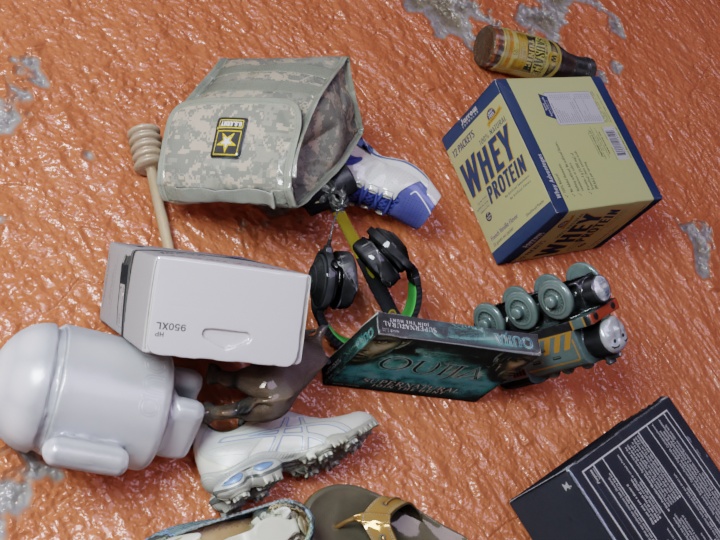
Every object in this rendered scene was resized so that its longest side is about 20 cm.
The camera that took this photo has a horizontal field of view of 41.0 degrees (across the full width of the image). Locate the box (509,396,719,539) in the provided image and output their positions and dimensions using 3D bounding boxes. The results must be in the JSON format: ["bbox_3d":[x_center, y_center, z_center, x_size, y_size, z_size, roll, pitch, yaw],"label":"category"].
[{"bbox_3d":[0.306,0.281,1.065,0.197,0.123,0.201,-21,72,-38],"label":"box"}]

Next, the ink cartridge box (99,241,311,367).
[{"bbox_3d":[-0.149,0.027,0.895,0.143,0.200,0.085,7,92,-26],"label":"ink cartridge box"}]

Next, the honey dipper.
[{"bbox_3d":[-0.215,-0.062,1.027,0.038,0.038,0.202,-2,67,-31],"label":"honey dipper"}]

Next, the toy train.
[{"bbox_3d":[0.214,0.067,1.101,0.085,0.199,0.115,-26,91,-40],"label":"toy train"}]

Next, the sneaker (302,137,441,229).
[{"bbox_3d":[-0.014,-0.101,1.146,0.199,0.081,0.115,37,54,3],"label":"sneaker"}]

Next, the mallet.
[{"bbox_3d":[0.006,-0.029,1.089,0.066,0.041,0.201,-36,105,-2],"label":"mallet"}]

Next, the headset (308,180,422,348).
[{"bbox_3d":[0.000,0.000,1.027,0.122,0.094,0.202,-24,111,-10],"label":"headset"}]

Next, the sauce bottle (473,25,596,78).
[{"bbox_3d":[0.264,-0.317,1.437,0.198,0.066,0.067,4,60,-27],"label":"sauce bottle"}]

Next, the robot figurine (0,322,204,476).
[{"bbox_3d":[-0.241,0.111,0.855,0.198,0.114,0.170,14,28,-23],"label":"robot figurine"}]

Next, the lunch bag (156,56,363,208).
[{"bbox_3d":[-0.109,-0.141,1.030,0.162,0.118,0.201,4,41,22],"label":"lunch bag"}]

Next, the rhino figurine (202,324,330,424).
[{"bbox_3d":[-0.080,0.096,0.961,0.200,0.086,0.060,-41,127,-66],"label":"rhino figurine"}]

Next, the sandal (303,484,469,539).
[{"bbox_3d":[0.036,0.262,0.961,0.198,0.054,0.081,22,53,-10],"label":"sandal"}]

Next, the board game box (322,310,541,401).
[{"bbox_3d":[0.075,0.096,1.034,0.198,0.135,0.028,9,58,-25],"label":"board game box"}]

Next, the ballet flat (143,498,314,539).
[{"bbox_3d":[-0.128,0.250,0.862,0.198,0.074,0.075,-15,70,-32],"label":"ballet flat"}]

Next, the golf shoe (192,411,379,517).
[{"bbox_3d":[-0.073,0.160,0.952,0.199,0.078,0.098,-14,62,-37],"label":"golf shoe"}]

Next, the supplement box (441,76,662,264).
[{"bbox_3d":[0.250,-0.136,1.275,0.198,0.134,0.202,-9,67,-33],"label":"supplement box"}]
